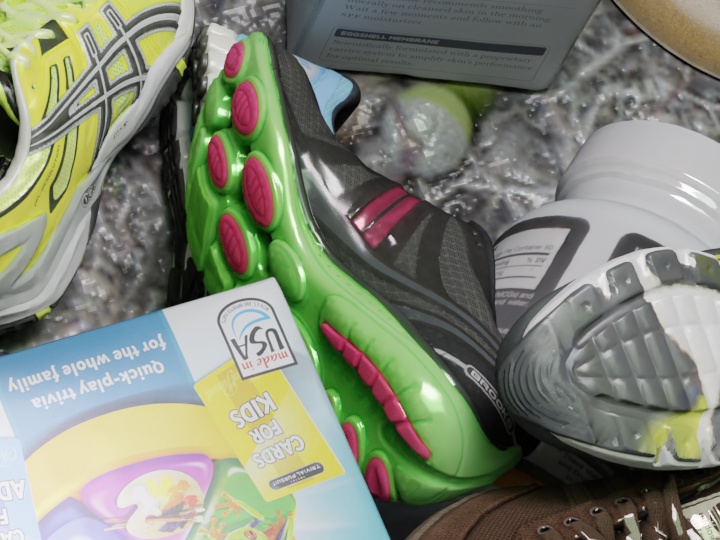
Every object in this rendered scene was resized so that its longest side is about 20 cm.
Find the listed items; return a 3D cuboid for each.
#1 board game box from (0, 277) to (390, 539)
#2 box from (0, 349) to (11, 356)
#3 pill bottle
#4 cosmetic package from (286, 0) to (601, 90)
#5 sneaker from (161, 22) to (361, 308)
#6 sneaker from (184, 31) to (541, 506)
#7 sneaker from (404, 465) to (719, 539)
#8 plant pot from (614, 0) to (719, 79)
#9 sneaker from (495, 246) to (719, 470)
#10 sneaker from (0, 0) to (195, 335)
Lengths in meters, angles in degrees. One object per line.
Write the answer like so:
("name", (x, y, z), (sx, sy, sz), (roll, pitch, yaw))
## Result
("board game box", (-0.061, 0.116, 0.959), (0.151, 0.047, 0.200), (-17, 70, -23))
("box", (-0.088, 0.149, 1.022), (0.200, 0.104, 0.148), (32, 59, 0))
("pill bottle", (0.084, 0.046, 1.119), (0.116, 0.116, 0.200), (32, 60, 0))
("cosmetic package", (0.045, -0.211, 1.187), (0.123, 0.200, 0.200), (5, 63, -15))
("sneaker", (-0.024, -0.004, 1.135), (0.090, 0.078, 0.200), (7, 63, -18))
("sneaker", (0.000, 0.000, 1.054), (0.084, 0.077, 0.200), (-5, 55, -39))
("sneaker", (0.093, 0.089, 0.985), (0.200, 0.076, 0.071), (-11, 71, -45))
("plant pot", (0.187, -0.170, 1.312), (0.200, 0.027, 0.200), (7, 63, -13))
("sneaker", (0.115, 0.030, 1.019), (0.200, 0.085, 0.075), (-10, 85, -40))
("sneaker", (-0.118, -0.076, 1.120), (0.075, 0.076, 0.200), (8, 65, 18))
